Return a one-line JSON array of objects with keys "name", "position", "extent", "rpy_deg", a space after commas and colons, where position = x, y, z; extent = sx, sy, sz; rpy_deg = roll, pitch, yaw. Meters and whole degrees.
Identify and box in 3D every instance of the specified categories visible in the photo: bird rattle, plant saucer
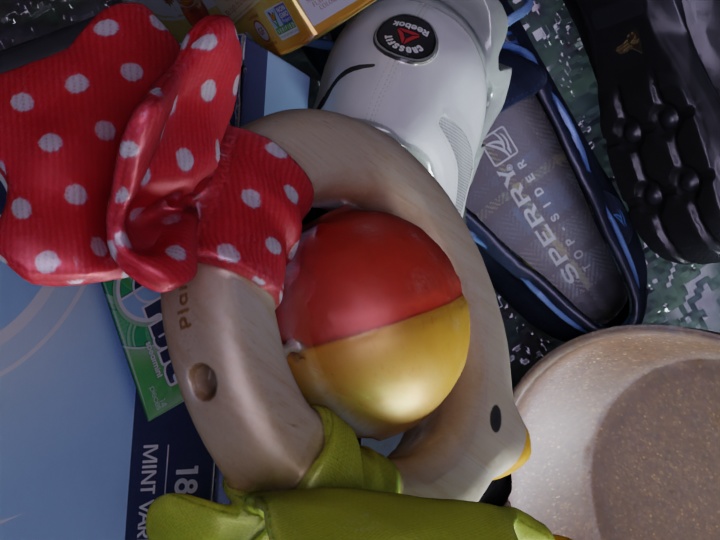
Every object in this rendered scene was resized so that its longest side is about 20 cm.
[{"name": "bird rattle", "position": [-0.021, 0.017, 0.766], "extent": [0.112, 0.163, 0.201], "rpy_deg": [-31, 83, 35]}, {"name": "plant saucer", "position": [0.134, 0.101, 0.942], "extent": [0.037, 0.200, 0.201], "rpy_deg": [-36, 104, -42]}]

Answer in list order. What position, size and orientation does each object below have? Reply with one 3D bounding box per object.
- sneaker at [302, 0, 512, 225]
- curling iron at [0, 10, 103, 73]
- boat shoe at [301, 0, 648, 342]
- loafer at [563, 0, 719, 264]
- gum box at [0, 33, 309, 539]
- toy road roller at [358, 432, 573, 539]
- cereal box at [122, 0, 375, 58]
[{"name": "sneaker", "position": [0.000, 0.000, 0.897], "extent": [0.074, 0.089, 0.201], "rpy_deg": [15, 135, 14]}, {"name": "curling iron", "position": [-0.156, -0.051, 0.861], "extent": [0.199, 0.026, 0.050], "rpy_deg": [-15, 64, 26]}, {"name": "boat shoe", "position": [0.043, -0.060, 0.943], "extent": [0.084, 0.069, 0.200], "rpy_deg": [-43, 102, -2]}, {"name": "loafer", "position": [0.110, -0.102, 0.958], "extent": [0.070, 0.068, 0.202], "rpy_deg": [-16, 91, -46]}, {"name": "gum box", "position": [-0.115, 0.024, 0.855], "extent": [0.199, 0.045, 0.171], "rpy_deg": [-6, 71, 30]}, {"name": "toy road roller", "position": [-0.017, 0.131, 0.901], "extent": [0.199, 0.123, 0.147], "rpy_deg": [-16, 67, -3]}, {"name": "cereal box", "position": [-0.074, -0.157, 0.865], "extent": [0.039, 0.144, 0.201], "rpy_deg": [-33, 97, -19]}]
